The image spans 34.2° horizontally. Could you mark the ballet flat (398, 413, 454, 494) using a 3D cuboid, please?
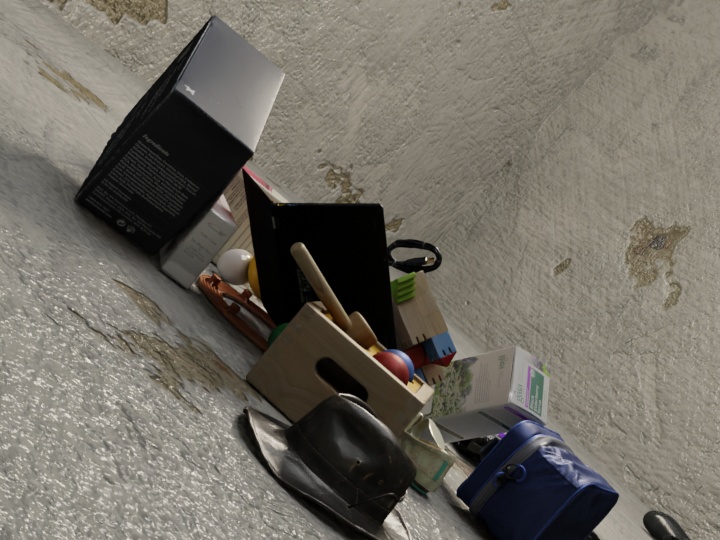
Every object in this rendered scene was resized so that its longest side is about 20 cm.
[{"bbox_3d":[0.060,0.194,1.390,0.067,0.062,0.200,38,5,-31],"label":"ballet flat"}]

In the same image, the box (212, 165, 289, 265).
[{"bbox_3d":[-0.212,-0.105,1.643,0.200,0.128,0.109,40,4,-11],"label":"box"}]

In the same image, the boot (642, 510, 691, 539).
[{"bbox_3d":[0.697,0.609,2.639,0.165,0.066,0.200,40,9,21],"label":"boot"}]

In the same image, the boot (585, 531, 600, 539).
[{"bbox_3d":[0.259,0.344,1.597,0.200,0.068,0.131,43,-1,16],"label":"boot"}]

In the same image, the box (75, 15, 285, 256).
[{"bbox_3d":[-0.205,-0.157,1.357,0.117,0.200,0.197,38,32,-18],"label":"box"}]

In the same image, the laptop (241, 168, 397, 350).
[{"bbox_3d":[-0.051,-0.012,1.361,0.199,0.188,0.116,1,27,15],"label":"laptop"}]

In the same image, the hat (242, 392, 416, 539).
[{"bbox_3d":[-0.007,0.162,1.039,0.200,0.081,0.201,40,6,-5],"label":"hat"}]

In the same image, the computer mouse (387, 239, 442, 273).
[{"bbox_3d":[0.000,0.000,1.416,0.034,0.199,0.059,24,53,-75],"label":"computer mouse"}]

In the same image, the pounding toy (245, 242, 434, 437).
[{"bbox_3d":[-0.021,0.090,1.220,0.200,0.142,0.184,41,4,6],"label":"pounding toy"}]

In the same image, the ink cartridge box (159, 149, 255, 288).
[{"bbox_3d":[-0.176,-0.083,1.411,0.045,0.176,0.200,37,5,-19],"label":"ink cartridge box"}]

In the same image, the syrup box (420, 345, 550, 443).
[{"bbox_3d":[0.139,0.164,1.494,0.199,0.079,0.081,-17,-38,40],"label":"syrup box"}]

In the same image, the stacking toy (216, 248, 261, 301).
[{"bbox_3d":[-0.095,0.005,1.540,0.199,0.147,0.146,12,-5,20],"label":"stacking toy"}]

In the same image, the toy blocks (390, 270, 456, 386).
[{"bbox_3d":[0.048,0.089,1.387,0.200,0.100,0.137,-33,-101,62],"label":"toy blocks"}]

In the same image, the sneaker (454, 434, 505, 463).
[{"bbox_3d":[0.194,0.272,1.765,0.200,0.070,0.099,38,10,24],"label":"sneaker"}]

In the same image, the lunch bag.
[{"bbox_3d":[0.205,0.265,1.414,0.132,0.136,0.200,45,6,31],"label":"lunch bag"}]

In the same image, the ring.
[{"bbox_3d":[-0.118,0.066,1.448,0.200,0.019,0.200,41,5,-4],"label":"ring"}]
